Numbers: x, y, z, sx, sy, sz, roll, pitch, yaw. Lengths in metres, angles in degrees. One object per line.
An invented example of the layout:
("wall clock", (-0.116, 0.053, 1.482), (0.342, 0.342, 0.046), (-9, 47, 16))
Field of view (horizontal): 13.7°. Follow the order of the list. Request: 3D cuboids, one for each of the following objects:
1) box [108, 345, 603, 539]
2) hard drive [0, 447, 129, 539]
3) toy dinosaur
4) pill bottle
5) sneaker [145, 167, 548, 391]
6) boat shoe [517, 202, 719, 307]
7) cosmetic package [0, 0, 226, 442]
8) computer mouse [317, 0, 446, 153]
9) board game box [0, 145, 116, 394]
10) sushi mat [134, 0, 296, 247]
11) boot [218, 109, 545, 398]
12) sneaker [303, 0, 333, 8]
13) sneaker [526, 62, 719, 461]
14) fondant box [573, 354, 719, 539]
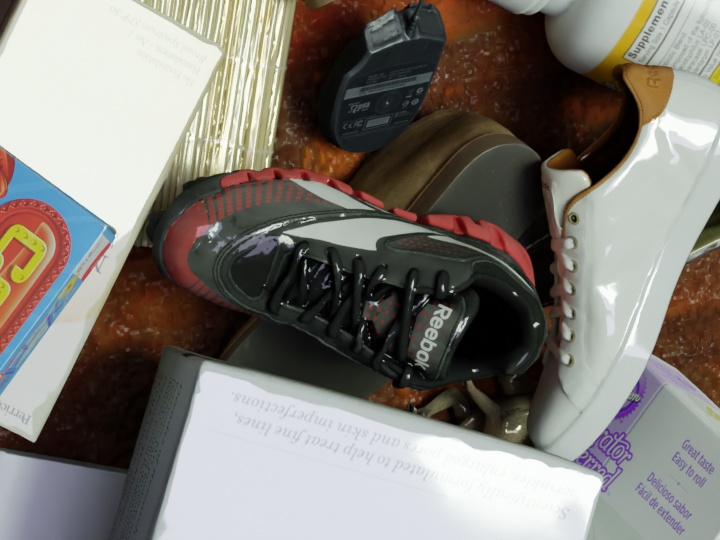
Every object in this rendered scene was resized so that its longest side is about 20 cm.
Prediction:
("box", (-0.018, 0.157, 1.380), (0.198, 0.131, 0.201), (17, 89, -11))
("hard drive", (-0.139, 0.193, 1.438), (0.131, 0.027, 0.201), (12, 91, -28))
("toy dinosaur", (0.091, 0.072, 1.538), (0.199, 0.058, 0.102), (-18, 120, -20))
("pill bottle", (0.162, -0.134, 1.494), (0.199, 0.113, 0.113), (24, 85, -13))
("sneaker", (0.002, 0.006, 1.374), (0.200, 0.098, 0.071), (13, 111, -25))
("boat shoe", (0.132, -0.019, 1.519), (0.199, 0.065, 0.073), (-28, 149, -22))
("cosmetic package", (-0.155, -0.036, 1.367), (0.103, 0.073, 0.201), (26, 85, -23))
("computer mouse", (0.020, -0.131, 1.419), (0.058, 0.034, 0.200), (-12, 144, -32))
("board game box", (-0.241, 0.004, 1.283), (0.196, 0.056, 0.200), (36, 86, 2))
("sushi mat", (-0.076, -0.107, 1.440), (0.095, 0.012, 0.201), (8, 93, -28))
("boot", (0.000, 0.000, 1.470), (0.200, 0.075, 0.074), (-42, 127, -1))
("sneaker", (0.026, -0.218, 1.454), (0.200, 0.067, 0.090), (-40, 106, -19))
("sneaker", (0.110, -0.008, 1.449), (0.084, 0.073, 0.201), (21, 98, -15))
("fondant box", (0.119, 0.153, 1.470), (0.058, 0.144, 0.200), (30, 100, -36))
